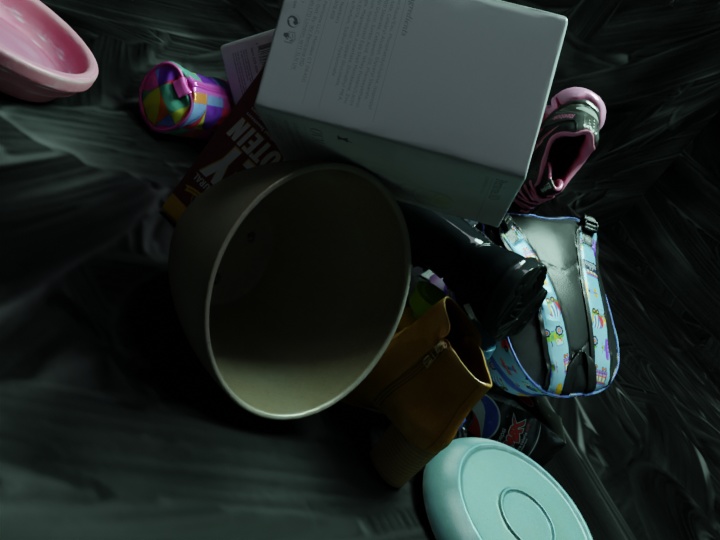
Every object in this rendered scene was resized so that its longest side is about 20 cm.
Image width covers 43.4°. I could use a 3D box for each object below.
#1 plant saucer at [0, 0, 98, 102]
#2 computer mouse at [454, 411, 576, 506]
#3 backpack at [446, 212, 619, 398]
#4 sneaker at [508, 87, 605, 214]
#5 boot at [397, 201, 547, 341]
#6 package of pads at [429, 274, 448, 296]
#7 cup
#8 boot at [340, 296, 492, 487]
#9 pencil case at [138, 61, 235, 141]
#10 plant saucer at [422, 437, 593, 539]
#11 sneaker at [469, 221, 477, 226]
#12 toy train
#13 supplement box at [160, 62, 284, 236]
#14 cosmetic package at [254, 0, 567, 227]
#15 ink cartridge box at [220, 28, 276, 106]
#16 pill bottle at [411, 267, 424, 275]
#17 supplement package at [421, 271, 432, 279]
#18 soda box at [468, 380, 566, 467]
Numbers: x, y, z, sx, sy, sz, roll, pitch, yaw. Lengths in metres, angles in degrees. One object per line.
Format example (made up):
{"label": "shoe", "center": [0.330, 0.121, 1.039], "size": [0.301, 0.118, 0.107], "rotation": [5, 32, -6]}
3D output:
{"label": "plant saucer", "center": [-0.356, -0.233, 0.887], "size": [0.199, 0.051, 0.201], "rotation": [37, 17, -13]}
{"label": "computer mouse", "center": [0.162, 0.216, 0.914], "size": [0.199, 0.044, 0.110], "rotation": [40, 16, -5]}
{"label": "backpack", "center": [0.188, 0.048, 0.991], "size": [0.180, 0.134, 0.203], "rotation": [0, 69, -34]}
{"label": "sneaker", "center": [0.191, -0.103, 0.987], "size": [0.078, 0.201, 0.096], "rotation": [27, 35, -14]}
{"label": "boot", "center": [0.087, -0.014, 0.833], "size": [0.167, 0.077, 0.200], "rotation": [37, 4, 15]}
{"label": "package of pads", "center": [0.159, 0.039, 1.196], "size": [0.076, 0.119, 0.201], "rotation": [54, 12, -17]}
{"label": "cup", "center": [-0.078, -0.001, 0.735], "size": [0.142, 0.203, 0.199], "rotation": [23, 0, 45]}
{"label": "boot", "center": [0.036, 0.075, 0.810], "size": [0.070, 0.145, 0.202], "rotation": [16, 29, -40]}
{"label": "pencil case", "center": [-0.184, -0.201, 1.111], "size": [0.088, 0.089, 0.199], "rotation": [45, 20, 15]}
{"label": "plant saucer", "center": [0.142, 0.227, 0.805], "size": [0.198, 0.028, 0.202], "rotation": [28, 32, -19]}
{"label": "sneaker", "center": [0.095, -0.051, 1.105], "size": [0.202, 0.077, 0.147], "rotation": [45, 42, -10]}
{"label": "toy train", "center": [0.046, 0.057, 0.902], "size": [0.084, 0.117, 0.200], "rotation": [-5, 44, -45]}
{"label": "supplement box", "center": [-0.063, -0.100, 0.940], "size": [0.133, 0.198, 0.200], "rotation": [43, 18, 7]}
{"label": "cosmetic package", "center": [0.039, -0.129, 0.710], "size": [0.196, 0.125, 0.199], "rotation": [14, -6, 5]}
{"label": "ink cartridge box", "center": [-0.049, -0.220, 1.073], "size": [0.084, 0.197, 0.149], "rotation": [-33, 112, -63]}
{"label": "pill bottle", "center": [0.017, -0.077, 1.186], "size": [0.198, 0.120, 0.120], "rotation": [29, 20, -32]}
{"label": "supplement package", "center": [0.131, -0.054, 1.379], "size": [0.199, 0.117, 0.118], "rotation": [28, 21, -37]}
{"label": "soda box", "center": [0.133, 0.138, 1.008], "size": [0.199, 0.064, 0.071], "rotation": [39, 17, -4]}
